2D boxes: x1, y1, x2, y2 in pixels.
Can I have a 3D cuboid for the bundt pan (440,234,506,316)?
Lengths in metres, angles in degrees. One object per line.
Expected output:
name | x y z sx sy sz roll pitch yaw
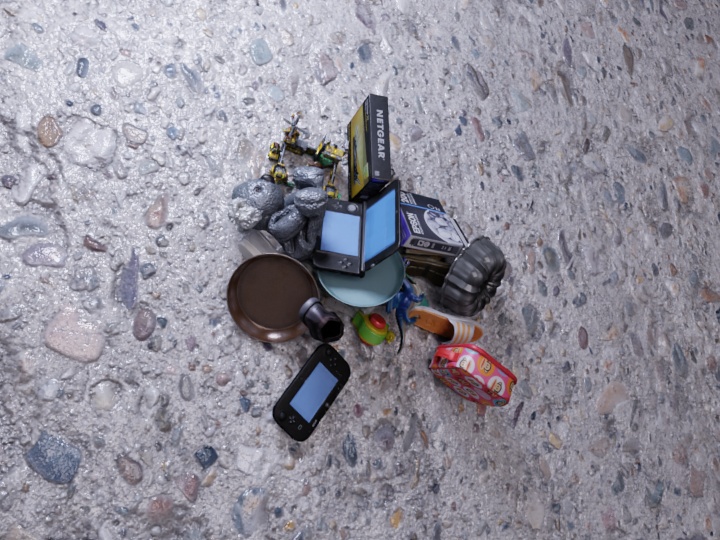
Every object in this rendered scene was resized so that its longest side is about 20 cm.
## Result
bundt pan | 0.280 0.024 1.275 0.200 0.206 0.075 -37 53 -26

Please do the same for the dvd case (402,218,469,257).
dvd case | 0.176 -0.088 1.314 0.192 0.016 0.151 4 40 -21

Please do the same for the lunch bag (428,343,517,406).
lunch bag | 0.242 0.231 1.215 0.174 0.199 0.084 36 72 -11

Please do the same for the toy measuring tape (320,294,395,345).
toy measuring tape | -0.004 0.119 1.203 0.195 0.073 0.076 27 69 -15

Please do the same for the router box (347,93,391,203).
router box | 0.017 -0.283 1.259 0.050 0.157 0.209 3 76 -21

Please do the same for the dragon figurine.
dragon figurine | 0.087 0.077 1.207 0.096 0.059 0.207 20 90 -2

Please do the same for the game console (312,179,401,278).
game console | -0.008 -0.103 1.136 0.169 0.118 0.206 9 51 -8

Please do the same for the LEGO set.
LEGO set | -0.112 -0.252 1.217 0.195 0.115 0.159 26 69 -15

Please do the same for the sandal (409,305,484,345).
sandal | 0.203 0.149 1.278 0.199 0.080 0.061 17 42 -12

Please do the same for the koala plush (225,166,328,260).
koala plush | -0.184 -0.126 1.116 0.192 0.179 0.189 12 117 -16

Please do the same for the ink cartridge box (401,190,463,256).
ink cartridge box | 0.128 -0.122 1.273 0.192 0.044 0.202 8 38 -20

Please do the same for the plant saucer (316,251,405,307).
plant saucer | 0.000 0.000 1.152 0.191 0.028 0.206 5 52 -6

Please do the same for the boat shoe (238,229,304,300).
boat shoe | -0.178 -0.009 1.167 0.198 0.072 0.069 41 65 0

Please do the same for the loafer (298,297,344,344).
loafer | -0.070 0.121 1.113 0.062 0.201 0.072 38 82 26

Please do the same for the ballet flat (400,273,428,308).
ballet flat | 0.098 0.035 1.268 0.199 0.070 0.068 44 69 -8

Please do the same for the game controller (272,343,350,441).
game controller | -0.102 0.261 1.146 0.104 0.042 0.202 42 66 -9

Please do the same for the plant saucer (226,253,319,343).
plant saucer | -0.181 0.054 1.112 0.191 0.035 0.208 -1 114 -2

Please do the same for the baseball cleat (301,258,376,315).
baseball cleat | -0.038 0.017 1.193 0.197 0.070 0.107 34 65 10

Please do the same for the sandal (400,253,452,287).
sandal | 0.174 -0.013 1.318 0.193 0.081 0.056 16 50 -14
